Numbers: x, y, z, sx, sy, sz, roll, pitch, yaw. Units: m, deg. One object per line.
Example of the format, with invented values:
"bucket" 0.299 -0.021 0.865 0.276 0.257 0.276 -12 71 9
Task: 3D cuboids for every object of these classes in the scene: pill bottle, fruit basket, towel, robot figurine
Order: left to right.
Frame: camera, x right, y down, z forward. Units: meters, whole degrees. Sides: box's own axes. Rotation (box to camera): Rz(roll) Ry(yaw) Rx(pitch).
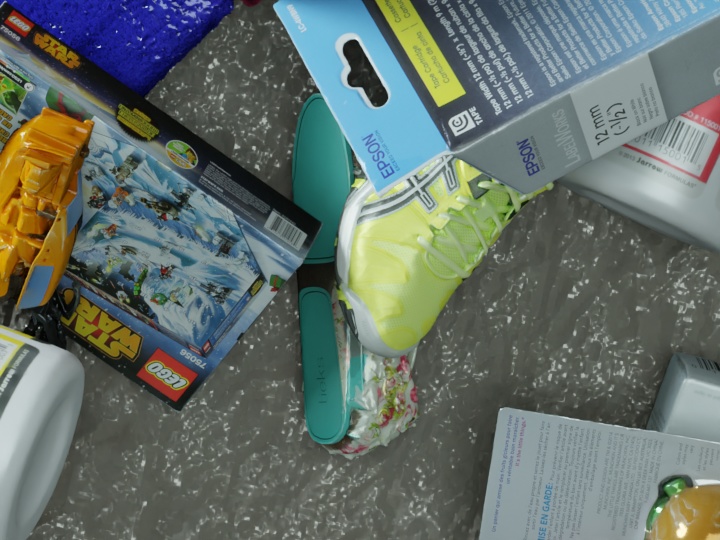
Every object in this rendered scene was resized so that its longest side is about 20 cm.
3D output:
"pill bottle" -0.247 0.061 1.375 0.200 0.112 0.113 20 90 7
"robot figurine" -0.209 -0.013 1.418 0.145 0.058 0.200 25 129 3
"towel" -0.180 -0.159 1.437 0.200 0.050 0.148 43 119 -8
"fruit basket" 0.160 0.172 1.477 0.200 0.094 0.185 10 106 11
"pill bottle" 0.188 -0.119 1.475 0.112 0.112 0.200 25 89 -6

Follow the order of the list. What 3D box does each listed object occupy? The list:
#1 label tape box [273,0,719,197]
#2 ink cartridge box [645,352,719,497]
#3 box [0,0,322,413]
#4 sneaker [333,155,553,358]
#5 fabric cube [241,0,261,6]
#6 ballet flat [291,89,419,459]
"label tape box" 0.077 -0.117 1.397 0.200 0.066 0.143 -28 53 0
"ink cartridge box" 0.218 0.161 1.533 0.160 0.047 0.200 16 107 -7
"box" -0.138 -0.030 1.443 0.200 0.040 0.137 35 128 -7
"sneaker" 0.054 -0.046 1.435 0.075 0.076 0.200 35 76 -36
"fabric cube" -0.047 -0.272 1.402 0.196 0.199 0.200 44 88 -5
"ballet flat" 0.000 0.000 1.492 0.064 0.076 0.200 -5 98 -37
